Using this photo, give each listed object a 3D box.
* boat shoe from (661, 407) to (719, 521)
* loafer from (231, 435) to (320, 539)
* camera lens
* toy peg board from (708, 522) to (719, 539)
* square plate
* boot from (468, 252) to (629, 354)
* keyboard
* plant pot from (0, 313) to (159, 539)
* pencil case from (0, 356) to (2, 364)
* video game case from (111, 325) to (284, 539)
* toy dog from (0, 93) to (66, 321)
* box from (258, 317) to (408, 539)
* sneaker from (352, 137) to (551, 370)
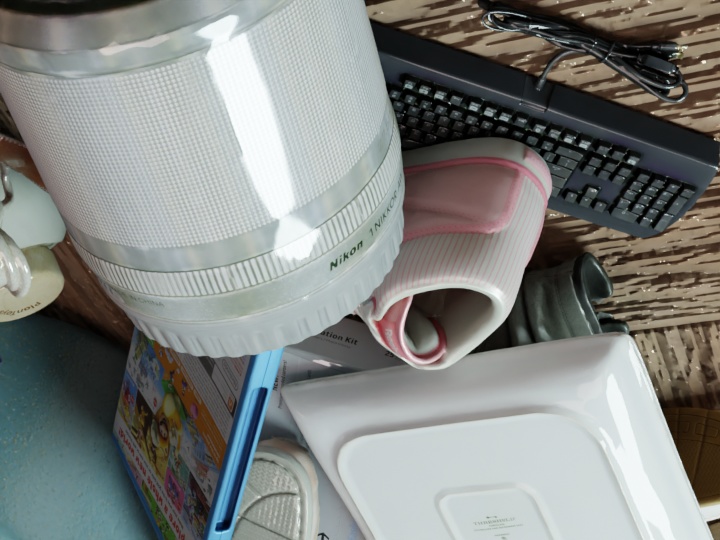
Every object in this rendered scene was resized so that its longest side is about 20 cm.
[{"bbox_3d":[0.172,0.136,0.902,0.199,0.071,0.069,-12,136,36],"label":"boat shoe"},{"bbox_3d":[-0.065,0.175,0.854,0.072,0.063,0.201,23,116,13],"label":"loafer"},{"bbox_3d":[-0.071,-0.081,0.639,0.159,0.160,0.200,-2,133,16],"label":"camera lens"},{"bbox_3d":[0.237,0.293,1.035,0.199,0.098,0.200,38,132,-26],"label":"toy peg board"},{"bbox_3d":[0.078,0.128,0.779,0.199,0.028,0.199,-11,122,27],"label":"square plate"},{"bbox_3d":[0.093,0.074,0.847,0.130,0.068,0.200,-1,135,17],"label":"boot"},{"bbox_3d":[0.083,-0.079,0.718,0.199,0.021,0.127,17,139,-6],"label":"keyboard"},{"bbox_3d":[-0.229,0.136,0.915,0.196,0.196,0.200,-22,122,33],"label":"plant pot"},{"bbox_3d":[-0.263,-0.025,0.740,0.092,0.085,0.201,-24,90,50],"label":"pencil case"},{"bbox_3d":[-0.090,0.057,0.787,0.018,0.143,0.201,-2,125,-30],"label":"video game case"},{"bbox_3d":[-0.172,-0.053,0.747,0.132,0.096,0.200,64,160,0],"label":"toy dog"},{"bbox_3d":[0.010,0.104,0.832,0.199,0.041,0.156,15,130,8],"label":"box"},{"bbox_3d":[0.000,0.000,0.752,0.200,0.105,0.075,-10,142,33],"label":"sneaker"}]
